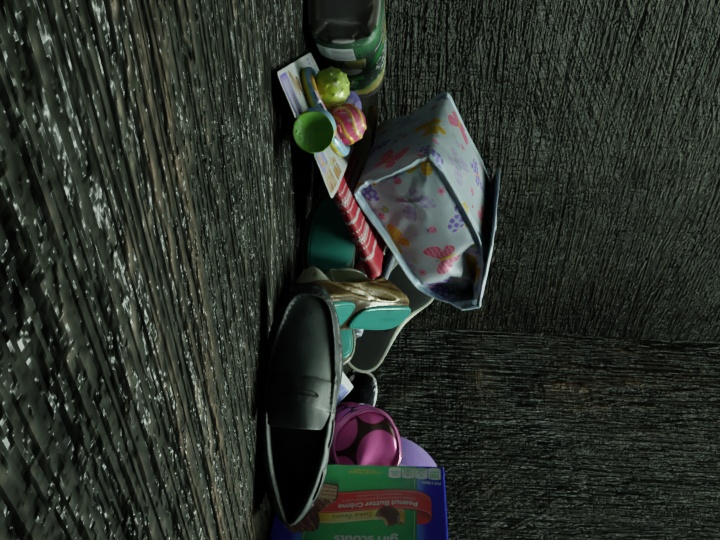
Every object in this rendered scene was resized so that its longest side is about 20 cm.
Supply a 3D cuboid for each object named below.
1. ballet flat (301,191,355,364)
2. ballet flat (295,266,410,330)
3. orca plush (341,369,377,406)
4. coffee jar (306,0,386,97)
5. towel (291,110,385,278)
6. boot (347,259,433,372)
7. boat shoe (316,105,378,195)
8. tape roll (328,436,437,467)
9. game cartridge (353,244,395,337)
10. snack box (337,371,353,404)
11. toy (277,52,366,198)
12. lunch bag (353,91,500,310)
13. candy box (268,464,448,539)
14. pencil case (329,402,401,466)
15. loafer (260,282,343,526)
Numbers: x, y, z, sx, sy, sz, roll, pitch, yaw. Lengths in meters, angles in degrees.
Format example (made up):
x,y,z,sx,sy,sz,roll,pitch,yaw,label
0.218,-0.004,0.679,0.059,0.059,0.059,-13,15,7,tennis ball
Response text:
x,y,z,sx,sy,sz,roll,pitch,yaw,label
-0.043,0.012,0.777,0.064,0.067,0.202,162,-72,-63,ballet flat
-0.024,0.028,0.699,0.068,0.199,0.073,-50,-118,30,ballet flat
-0.030,0.190,1.063,0.200,0.070,0.106,-169,-109,-75,orca plush
-0.012,-0.280,0.802,0.200,0.084,0.106,45,47,-86,coffee jar
-0.018,-0.102,0.741,0.145,0.022,0.201,-79,146,-64,towel
0.038,0.038,0.919,0.201,0.072,0.144,-53,-172,0,boot
-0.023,-0.123,0.875,0.074,0.066,0.202,-78,178,-58,boat shoe
0.032,0.362,1.033,0.085,0.198,0.202,-75,167,-75,tape roll
0.000,0.000,0.885,0.133,0.041,0.201,-36,-151,62,game cartridge
-0.045,0.134,0.710,0.072,0.024,0.200,-46,168,-9,snack box
-0.024,-0.156,0.656,0.200,0.047,0.116,-72,141,-65,toy
0.099,-0.078,0.786,0.201,0.126,0.170,57,29,-26,lunch bag
-0.003,0.276,0.615,0.201,0.167,0.078,-82,170,-59,candy box
-0.003,0.208,0.809,0.200,0.090,0.095,122,-42,-79,pencil case
-0.049,0.113,0.563,0.070,0.067,0.203,-121,-144,-79,loafer
